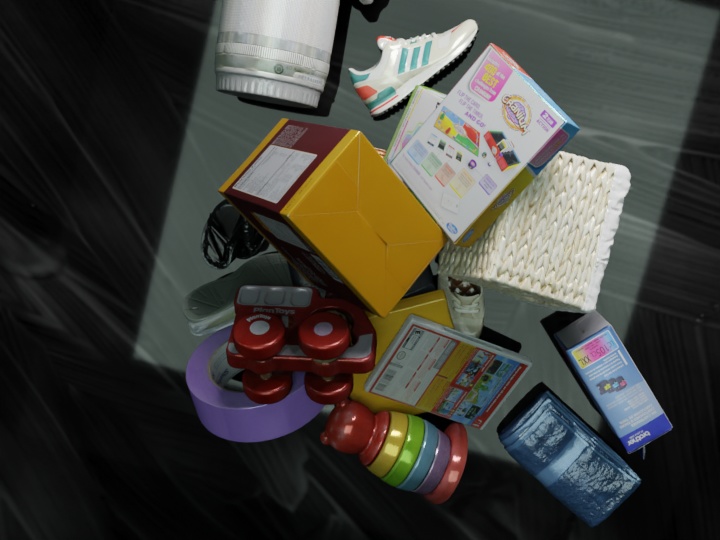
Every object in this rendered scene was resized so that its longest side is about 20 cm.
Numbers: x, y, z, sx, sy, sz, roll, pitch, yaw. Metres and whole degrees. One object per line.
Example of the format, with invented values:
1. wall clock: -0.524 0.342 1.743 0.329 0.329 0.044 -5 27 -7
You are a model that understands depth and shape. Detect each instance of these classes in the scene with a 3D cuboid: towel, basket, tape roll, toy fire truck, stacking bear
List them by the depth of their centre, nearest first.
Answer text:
1. toy fire truck: -0.078 0.079 1.192 0.199 0.168 0.112 0 132 5
2. basket: 0.225 -0.062 1.208 0.160 0.198 0.200 16 88 -17
3. tape roll: -0.142 0.148 1.275 0.200 0.200 0.066 -8 125 5
4. stacking bear: 0.043 0.250 1.300 0.200 0.114 0.122 24 98 -9
5. towel: 0.309 0.281 1.336 0.200 0.049 0.112 43 97 -1

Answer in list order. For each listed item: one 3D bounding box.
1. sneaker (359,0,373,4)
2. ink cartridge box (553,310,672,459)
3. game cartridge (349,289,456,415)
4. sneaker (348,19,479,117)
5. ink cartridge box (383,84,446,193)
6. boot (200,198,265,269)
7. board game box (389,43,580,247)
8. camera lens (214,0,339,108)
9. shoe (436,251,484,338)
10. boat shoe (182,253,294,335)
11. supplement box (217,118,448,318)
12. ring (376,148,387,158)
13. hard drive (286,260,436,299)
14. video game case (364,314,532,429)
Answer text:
1. sneaker: 0.002 -0.458 1.276 0.075 0.116 0.200 -5 59 17
2. ink cartridge box: 0.363 0.167 1.277 0.076 0.136 0.200 -33 92 8
3. game cartridge: 0.058 0.130 1.301 0.176 0.032 0.200 -14 123 5
4. sneaker: 0.072 -0.309 1.283 0.200 0.070 0.093 -37 98 9
5. ink cartridge box: 0.111 -0.150 1.202 0.076 0.200 0.148 17 105 -24
6. boot: -0.145 -0.095 1.270 0.076 0.168 0.200 31 96 1
7. board game box: 0.147 -0.152 1.110 0.200 0.040 0.153 -48 60 23
8. camera lens: -0.115 -0.337 1.248 0.160 0.160 0.201 10 96 3
9. shoe: 0.144 0.015 1.318 0.070 0.053 0.201 -6 95 5
10. boat shoe: -0.162 0.036 1.328 0.202 0.065 0.074 -26 58 -16
11. supplement box: -0.037 -0.070 1.140 0.133 0.200 0.197 -50 123 -11
12. ring: 0.003 -0.081 1.328 0.200 0.019 0.201 0 96 -4
13. hard drive: 0.000 0.000 1.290 0.200 0.042 0.135 -15 80 -4
14. video game case: 0.125 0.149 1.290 0.200 0.017 0.143 21 120 -18
